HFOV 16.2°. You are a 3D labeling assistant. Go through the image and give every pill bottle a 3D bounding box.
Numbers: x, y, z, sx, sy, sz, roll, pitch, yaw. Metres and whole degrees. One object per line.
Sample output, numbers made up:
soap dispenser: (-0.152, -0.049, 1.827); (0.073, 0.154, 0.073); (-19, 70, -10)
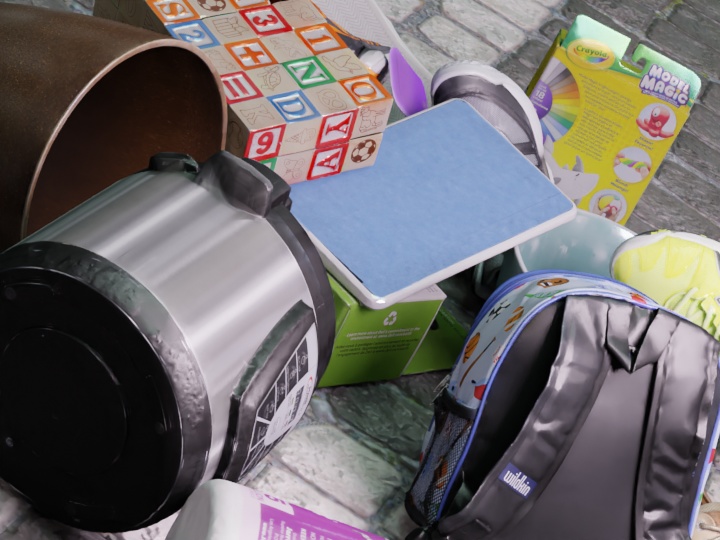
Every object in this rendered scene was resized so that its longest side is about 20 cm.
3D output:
pill bottle: (-0.009, 0.193, 1.348); (0.199, 0.113, 0.112); (22, 27, -15)

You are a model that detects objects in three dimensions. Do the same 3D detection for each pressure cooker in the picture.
pressure cooker: (-0.111, 0.032, 1.433); (0.200, 0.175, 0.180); (-37, 108, -52)

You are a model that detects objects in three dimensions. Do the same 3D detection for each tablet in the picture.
tablet: (0.039, -0.048, 1.704); (0.199, 0.014, 0.130); (-24, 59, -38)

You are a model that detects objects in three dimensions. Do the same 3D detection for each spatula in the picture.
spatula: (0.045, -0.091, 1.861); (0.020, 0.200, 0.057); (-8, 57, 6)

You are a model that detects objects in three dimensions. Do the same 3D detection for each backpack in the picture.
backpack: (0.133, 0.098, 1.575); (0.199, 0.191, 0.154); (18, 12, -22)

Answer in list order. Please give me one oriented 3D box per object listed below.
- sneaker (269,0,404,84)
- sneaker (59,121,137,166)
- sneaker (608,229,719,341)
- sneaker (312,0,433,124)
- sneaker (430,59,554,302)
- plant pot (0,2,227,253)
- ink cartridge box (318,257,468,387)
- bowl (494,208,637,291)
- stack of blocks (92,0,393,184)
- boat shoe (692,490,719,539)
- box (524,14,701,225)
sneaker: (-0.033, -0.167, 1.860); (0.112, 0.078, 0.200); (41, 0, 2)
sneaker: (-0.128, -0.068, 1.741); (0.199, 0.078, 0.112); (19, 38, -17)
sneaker: (0.249, 0.046, 1.683); (0.200, 0.076, 0.076); (37, 27, 5)
sneaker: (0.029, -0.133, 2.012); (0.201, 0.073, 0.116); (63, 2, 9)
sneaker: (0.104, -0.052, 1.858); (0.114, 0.075, 0.201); (-82, 152, -55)
plant pot: (-0.219, -0.093, 1.605); (0.199, 0.188, 0.187); (27, 22, 29)
ink cartridge box: (0.000, 0.000, 1.743); (0.199, 0.076, 0.148); (-5, 42, -47)
bowl: (0.163, 0.058, 1.760); (0.200, 0.105, 0.201); (26, 30, -16)
stack of blocks: (-0.082, -0.144, 1.709); (0.115, 0.059, 0.200); (-15, 50, -32)
boat shoe: (0.215, 0.183, 1.637); (0.075, 0.072, 0.200); (4, 36, -41)
box: (0.167, -0.093, 1.936); (0.117, 0.201, 0.048); (27, 26, -5)
